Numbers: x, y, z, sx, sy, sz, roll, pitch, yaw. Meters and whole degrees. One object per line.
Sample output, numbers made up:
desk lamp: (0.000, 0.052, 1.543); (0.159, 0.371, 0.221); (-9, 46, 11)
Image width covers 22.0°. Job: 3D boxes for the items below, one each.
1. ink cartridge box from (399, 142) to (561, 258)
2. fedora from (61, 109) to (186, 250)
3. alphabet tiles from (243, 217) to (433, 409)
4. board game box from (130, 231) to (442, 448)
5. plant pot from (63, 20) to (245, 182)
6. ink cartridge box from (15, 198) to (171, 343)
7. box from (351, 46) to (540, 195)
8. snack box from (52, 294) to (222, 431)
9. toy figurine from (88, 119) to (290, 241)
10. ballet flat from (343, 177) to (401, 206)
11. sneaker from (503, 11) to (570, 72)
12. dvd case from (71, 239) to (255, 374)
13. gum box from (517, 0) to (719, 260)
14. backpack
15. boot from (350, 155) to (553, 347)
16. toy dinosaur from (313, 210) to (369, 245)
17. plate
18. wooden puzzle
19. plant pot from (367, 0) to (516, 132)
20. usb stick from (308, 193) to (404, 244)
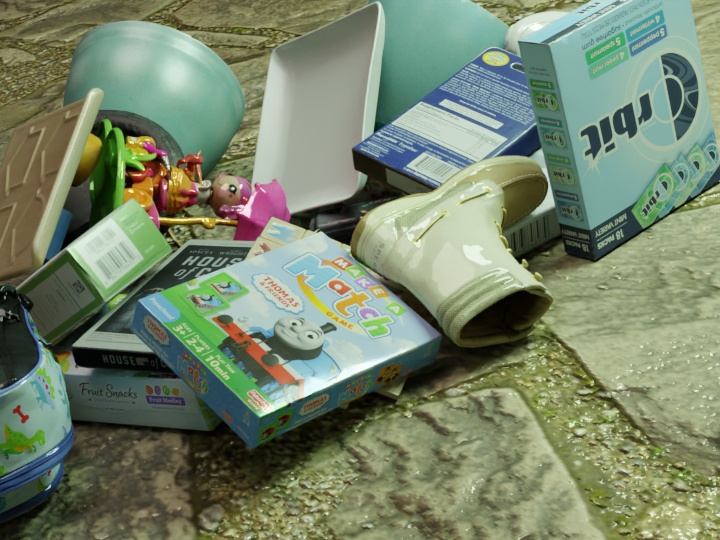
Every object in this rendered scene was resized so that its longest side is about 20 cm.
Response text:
ink cartridge box: (0.141, -0.102, 1.724); (0.199, 0.041, 0.200); (-27, 43, -22)
fedora: (-0.264, -0.068, 1.894); (0.199, 0.092, 0.202); (-5, 62, 10)
alphabet tiles: (-0.029, 0.036, 1.526); (0.166, 0.008, 0.200); (21, 36, 5)
board game box: (-0.057, 0.049, 1.462); (0.199, 0.037, 0.151); (-21, 51, -41)
plant pot: (-0.238, -0.150, 2.004); (0.199, 0.201, 0.135); (-4, 49, 27)
ink cartridge box: (-0.267, 0.024, 1.641); (0.200, 0.059, 0.104); (-34, 6, 40)
box: (0.103, -0.132, 1.709); (0.121, 0.033, 0.200); (27, 53, 36)
snack box: (-0.171, 0.076, 1.595); (0.199, 0.053, 0.142); (1, 27, 36)
toy figurine: (-0.159, -0.061, 1.770); (0.183, 0.151, 0.200); (7, 31, -17)
ballet flat: (-0.003, -0.096, 1.873); (0.064, 0.076, 0.200); (-49, 21, 2)
sneaker: (0.237, -0.199, 1.787); (0.198, 0.079, 0.099); (15, 7, -13)
dvd case: (-0.130, 0.028, 1.574); (0.149, 0.025, 0.200); (2, 29, 28)
gum box: (0.229, -0.137, 1.613); (0.169, 0.201, 0.044); (-31, 27, -29)
backpack: (-0.315, 0.124, 1.466); (0.182, 0.148, 0.200); (-21, 20, -13)
boot: (0.112, -0.015, 1.542); (0.199, 0.073, 0.155); (-22, 46, -31)
toy dinosaur: (0.000, 0.000, 1.673); (0.198, 0.058, 0.102); (-13, 38, 22)
plate: (-0.038, -0.147, 1.843); (0.032, 0.202, 0.199); (18, -19, -33)
wooden puzzle: (-0.309, -0.067, 1.774); (0.199, 0.046, 0.187); (-18, 49, 54)
plant pot: (0.070, -0.183, 1.879); (0.199, 0.200, 0.135); (14, 70, 50)
usb stick: (0.049, -0.058, 1.771); (0.198, 0.033, 0.056); (-13, 24, 10)
